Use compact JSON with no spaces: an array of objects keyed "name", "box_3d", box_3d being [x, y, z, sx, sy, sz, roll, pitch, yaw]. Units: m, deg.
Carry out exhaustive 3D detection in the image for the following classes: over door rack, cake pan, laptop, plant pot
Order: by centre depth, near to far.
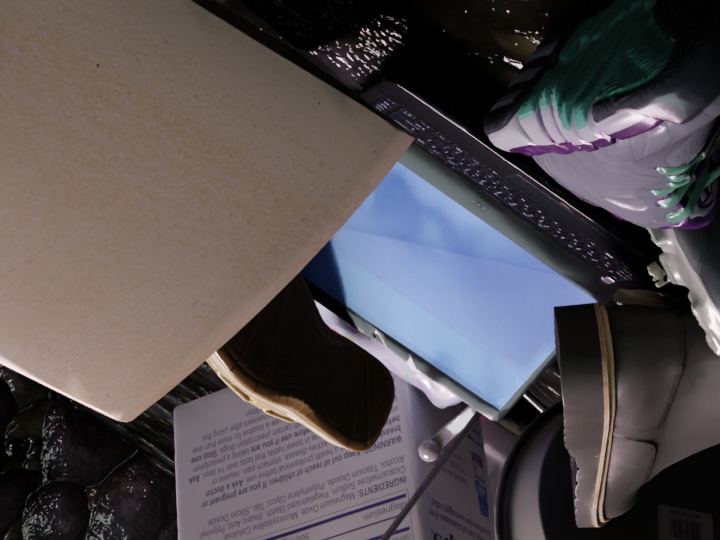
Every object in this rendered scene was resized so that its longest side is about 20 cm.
[{"name":"plant pot","box_3d":[-0.125,-0.053,0.792,0.199,0.178,0.200,28,-173,-23]},{"name":"laptop","box_3d":[0.047,-0.003,0.888,0.177,0.104,0.200,34,177,-7]},{"name":"cake pan","box_3d":[0.173,0.148,0.984,0.199,0.201,0.037,32,144,1]},{"name":"over door rack","box_3d":[0.089,0.158,1.018,0.148,0.200,0.067,42,139,-3]}]

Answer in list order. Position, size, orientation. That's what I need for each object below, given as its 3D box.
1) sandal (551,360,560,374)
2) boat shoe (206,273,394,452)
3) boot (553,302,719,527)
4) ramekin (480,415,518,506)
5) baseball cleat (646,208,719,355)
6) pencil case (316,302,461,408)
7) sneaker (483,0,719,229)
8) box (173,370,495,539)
[{"name":"sandal","box_3d":[0.167,0.098,1.097,0.200,0.048,0.075,39,164,-26]},{"name":"boat shoe","box_3d":[-0.057,0.039,0.966,0.066,0.074,0.200,10,152,39]},{"name":"boot","box_3d":[0.169,0.074,0.864,0.137,0.078,0.200,-6,158,7]},{"name":"ramekin","box_3d":[0.024,0.140,1.309,0.199,0.106,0.200,28,171,5]},{"name":"baseball cleat","box_3d":[0.199,0.024,0.736,0.201,0.106,0.070,59,-173,13]},{"name":"pencil case","box_3d":[0.000,0.000,1.058,0.199,0.083,0.091,34,157,-4]},{"name":"sneaker","box_3d":[0.114,-0.055,0.636,0.087,0.075,0.200,39,176,-9]},{"name":"box","box_3d":[-0.016,0.165,1.135,0.183,0.201,0.105,-21,146,24]}]
